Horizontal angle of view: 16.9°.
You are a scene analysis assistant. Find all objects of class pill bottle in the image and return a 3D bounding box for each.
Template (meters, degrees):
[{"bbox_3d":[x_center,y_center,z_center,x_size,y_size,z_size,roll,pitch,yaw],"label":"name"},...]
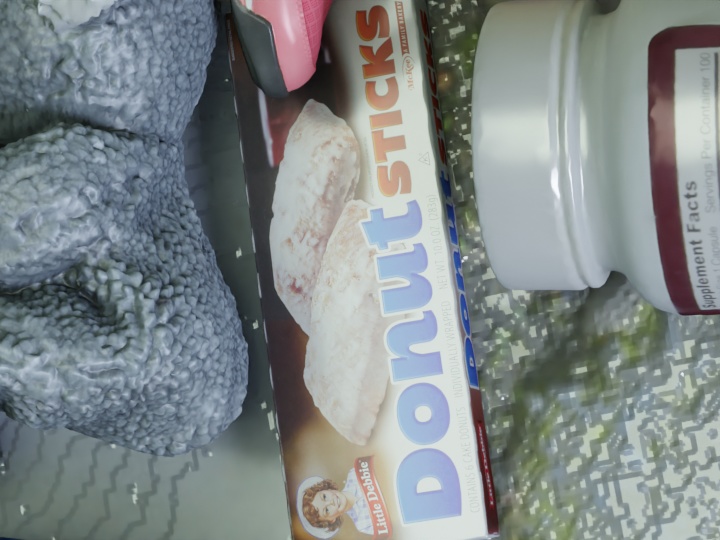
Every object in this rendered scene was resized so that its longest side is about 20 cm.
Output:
[{"bbox_3d":[0.142,-0.043,0.781,0.199,0.114,0.115,-1,84,16],"label":"pill bottle"}]

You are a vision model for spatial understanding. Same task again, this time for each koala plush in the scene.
[{"bbox_3d":[-0.105,-0.052,0.833,0.183,0.177,0.201,16,89,5],"label":"koala plush"}]

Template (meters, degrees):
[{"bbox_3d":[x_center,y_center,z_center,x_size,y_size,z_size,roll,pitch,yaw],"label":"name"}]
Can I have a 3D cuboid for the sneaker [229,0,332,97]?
[{"bbox_3d":[0.003,-0.156,0.845,0.086,0.074,0.201,8,75,7],"label":"sneaker"}]

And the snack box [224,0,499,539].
[{"bbox_3d":[0.000,0.000,0.864,0.071,0.024,0.201,-10,82,13],"label":"snack box"}]

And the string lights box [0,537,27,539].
[{"bbox_3d":[-0.094,0.150,0.858,0.199,0.059,0.103,4,84,16],"label":"string lights box"}]
